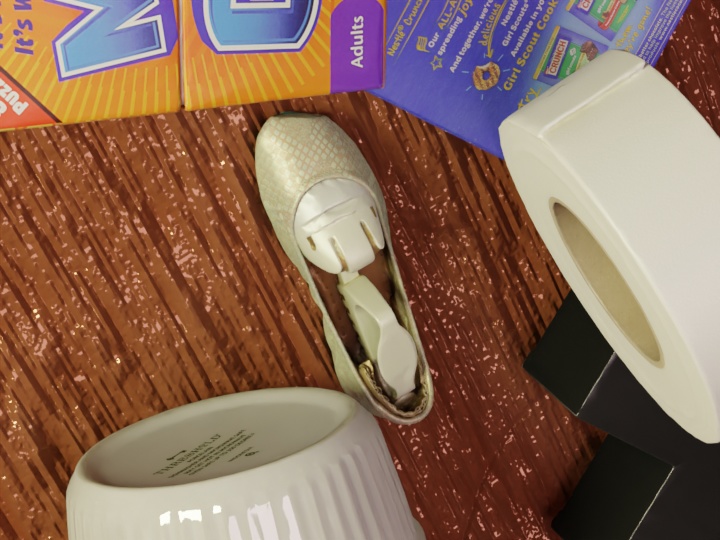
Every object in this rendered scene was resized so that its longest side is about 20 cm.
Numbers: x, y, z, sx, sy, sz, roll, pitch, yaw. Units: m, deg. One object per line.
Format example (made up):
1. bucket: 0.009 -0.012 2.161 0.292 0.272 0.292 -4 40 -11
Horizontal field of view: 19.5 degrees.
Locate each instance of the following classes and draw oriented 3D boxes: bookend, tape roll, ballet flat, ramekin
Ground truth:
1. bookend: 0.171 0.102 1.284 0.198 0.092 0.201 26 99 -29
2. tape roll: 0.154 -0.013 1.084 0.070 0.203 0.203 -32 120 -4
3. ballet flat: 0.000 0.000 1.179 0.067 0.062 0.201 -30 119 -12
4. ramekin: -0.067 0.132 1.127 0.201 0.202 0.095 -16 104 -19

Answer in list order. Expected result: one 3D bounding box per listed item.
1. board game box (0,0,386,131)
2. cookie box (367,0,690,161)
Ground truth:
1. board game box: -0.114 -0.196 0.968 0.198 0.200 0.202 -9 113 -22
2. cookie box: 0.074 -0.161 1.143 0.199 0.075 0.172 24 100 -31
